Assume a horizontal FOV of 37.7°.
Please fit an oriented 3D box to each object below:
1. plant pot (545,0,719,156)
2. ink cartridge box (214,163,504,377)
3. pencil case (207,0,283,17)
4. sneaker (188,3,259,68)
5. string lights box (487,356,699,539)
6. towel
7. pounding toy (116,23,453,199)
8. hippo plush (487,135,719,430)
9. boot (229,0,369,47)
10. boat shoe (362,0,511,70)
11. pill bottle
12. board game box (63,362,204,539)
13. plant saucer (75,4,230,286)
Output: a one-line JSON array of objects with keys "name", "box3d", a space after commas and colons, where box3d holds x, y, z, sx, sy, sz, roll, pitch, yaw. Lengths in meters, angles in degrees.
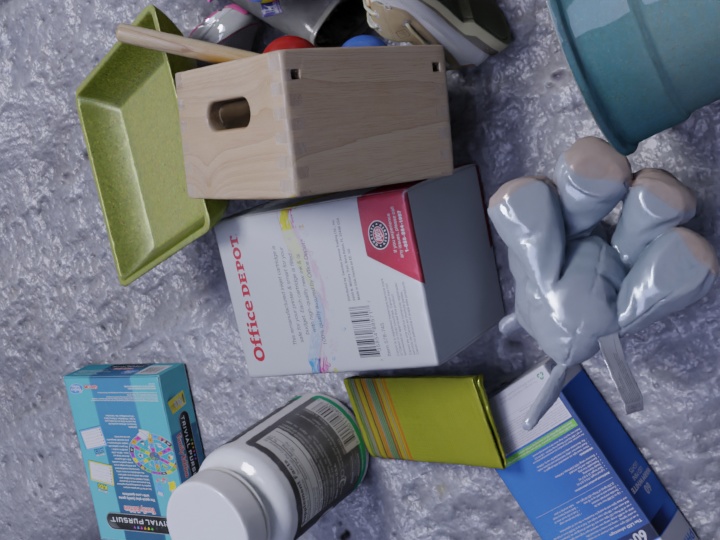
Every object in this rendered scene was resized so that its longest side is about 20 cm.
[{"name": "plant pot", "box3d": [0.238, -0.203, 0.700, 0.194, 0.200, 0.203, -17, 95, 26]}, {"name": "ink cartridge box", "box3d": [0.000, 0.000, 0.923, 0.198, 0.144, 0.147, -6, 101, 32]}, {"name": "pencil case", "box3d": [-0.059, -0.286, 0.772, 0.088, 0.088, 0.201, 46, 137, 12]}, {"name": "sneaker", "box3d": [-0.130, -0.158, 1.004, 0.088, 0.081, 0.201, 37, 128, 16]}, {"name": "string lights box", "box3d": [0.188, 0.180, 0.911, 0.102, 0.059, 0.201, -38, 83, 34]}, {"name": "towel", "box3d": [0.056, 0.135, 0.964, 0.199, 0.018, 0.087, -9, 103, 56]}, {"name": "pounding toy", "box3d": [-0.063, -0.135, 0.832, 0.199, 0.182, 0.144, 5, 102, 52]}, {"name": "hippo plush", "box3d": [0.183, 0.009, 0.816, 0.157, 0.161, 0.203, -9, 83, 5]}, {"name": "boot", "box3d": [-0.107, -0.244, 0.912, 0.200, 0.181, 0.073, 41, 148, 17]}, {"name": "boat shoe", "box3d": [0.034, -0.212, 0.819, 0.068, 0.199, 0.076, -29, 49, 32]}, {"name": "pill bottle", "box3d": [-0.085, 0.203, 1.002, 0.112, 0.199, 0.115, 10, 111, 29]}, {"name": "board game box", "box3d": [-0.249, 0.208, 1.200, 0.149, 0.047, 0.203, -3, 102, 32]}, {"name": "plant saucer", "box3d": [-0.185, -0.108, 0.961, 0.199, 0.047, 0.203, -25, 79, 53]}]
